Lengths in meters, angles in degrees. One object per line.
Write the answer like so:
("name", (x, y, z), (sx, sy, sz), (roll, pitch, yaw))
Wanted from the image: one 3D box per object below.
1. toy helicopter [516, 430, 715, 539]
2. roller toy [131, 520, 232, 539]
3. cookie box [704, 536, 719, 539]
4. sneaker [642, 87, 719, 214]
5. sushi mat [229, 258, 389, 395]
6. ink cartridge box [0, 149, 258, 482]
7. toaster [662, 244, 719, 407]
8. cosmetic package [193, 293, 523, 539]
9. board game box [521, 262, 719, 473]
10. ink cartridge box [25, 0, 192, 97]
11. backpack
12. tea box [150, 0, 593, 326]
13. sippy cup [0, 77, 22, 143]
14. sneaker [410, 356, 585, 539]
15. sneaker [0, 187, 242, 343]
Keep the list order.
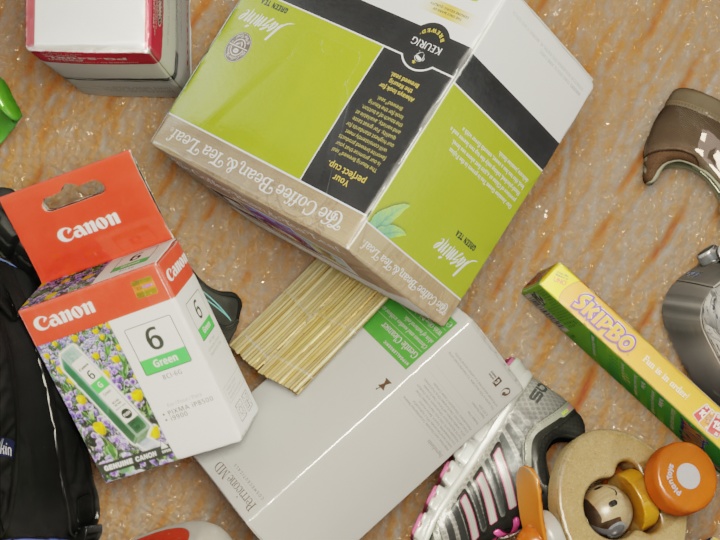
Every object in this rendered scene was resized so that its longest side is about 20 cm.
("toy helicopter", (0.158, 0.203, 1.355), (0.132, 0.079, 0.200), (10, 69, -21))
("roller toy", (-0.144, 0.254, 1.343), (0.182, 0.200, 0.140), (-23, 101, 34))
("cookie box", (0.266, 0.309, 1.402), (0.171, 0.075, 0.200), (26, 72, 0))
("sneaker", (0.292, -0.051, 1.449), (0.200, 0.070, 0.076), (29, 87, 9))
("sushi mat", (0.000, 0.000, 1.419), (0.200, 0.096, 0.012), (-46, 127, -9))
("ink cartridge box", (-0.159, 0.032, 1.358), (0.109, 0.050, 0.200), (-19, 107, 20))
("toaster", (0.296, 0.067, 1.409), (0.114, 0.129, 0.200), (-31, 89, -3))
("cosmetic package", (-0.003, 0.102, 1.396), (0.200, 0.108, 0.085), (-42, 128, -6))
("board game box", (0.197, 0.072, 1.421), (0.200, 0.096, 0.030), (45, 85, 1))
("ink cartridge box", (-0.164, -0.200, 1.372), (0.083, 0.200, 0.146), (-1, 87, 2))
("backpack", (-0.279, 0.096, 1.360), (0.147, 0.183, 0.200), (-15, 79, 18))
("tea box", (0.007, -0.104, 1.361), (0.200, 0.134, 0.197), (30, 84, 39))
("sippy cup", (-0.324, -0.073, 1.391), (0.139, 0.130, 0.178), (28, 87, 0))
("sneaker", (0.092, 0.163, 1.422), (0.087, 0.074, 0.200), (27, 81, 5))
("sneaker", (-0.173, 0.000, 1.432), (0.200, 0.075, 0.079), (37, 70, -5))
